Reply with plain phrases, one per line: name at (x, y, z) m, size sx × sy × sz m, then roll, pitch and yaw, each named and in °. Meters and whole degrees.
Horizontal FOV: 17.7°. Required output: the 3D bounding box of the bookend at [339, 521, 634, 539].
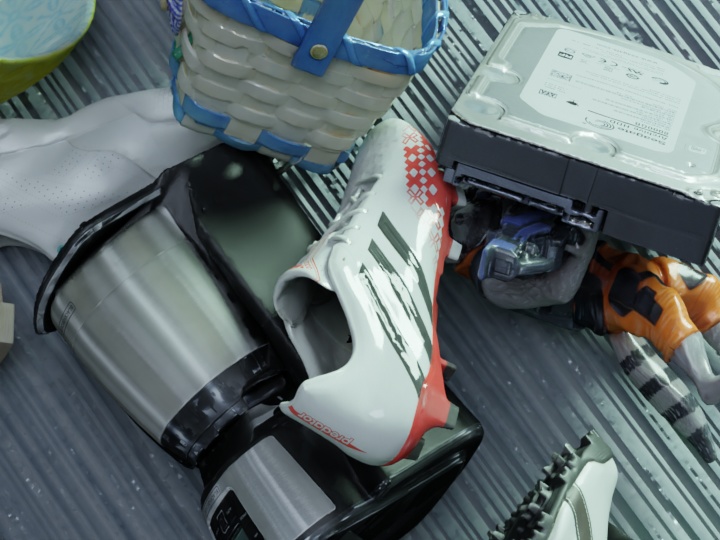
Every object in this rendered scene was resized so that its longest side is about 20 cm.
bookend at (0.056, 0.188, 1.071) m, size 0.199 × 0.092 × 0.199 m, roll 34°, pitch 62°, yaw 22°

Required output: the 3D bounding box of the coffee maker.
coffee maker at (-0.032, 0.040, 1.148) m, size 0.192 × 0.135 × 0.200 m, roll -37°, pitch 77°, yaw -11°

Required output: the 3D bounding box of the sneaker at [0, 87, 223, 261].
sneaker at (-0.134, -0.041, 1.213) m, size 0.198 × 0.075 × 0.089 m, roll -11°, pitch 78°, yaw 8°

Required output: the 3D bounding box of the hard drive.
hard drive at (0.122, -0.073, 1.158) m, size 0.139 × 0.200 × 0.038 m, roll 18°, pitch 115°, yaw 7°

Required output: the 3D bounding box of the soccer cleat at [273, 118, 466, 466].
soccer cleat at (0.000, 0.000, 1.081) m, size 0.085 × 0.069 × 0.201 m, roll 21°, pitch 48°, yaw -24°

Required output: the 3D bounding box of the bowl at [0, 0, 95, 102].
bowl at (-0.249, -0.146, 1.211) m, size 0.200 × 0.200 × 0.108 m, roll 49°, pitch 123°, yaw 13°

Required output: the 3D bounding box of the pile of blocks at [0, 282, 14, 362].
pile of blocks at (-0.243, 0.059, 1.143) m, size 0.082 × 0.062 × 0.200 m, roll 39°, pitch 53°, yaw -3°

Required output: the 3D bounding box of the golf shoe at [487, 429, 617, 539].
golf shoe at (0.087, 0.165, 0.996) m, size 0.094 × 0.078 × 0.201 m, roll 28°, pitch 56°, yaw -4°

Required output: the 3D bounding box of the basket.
basket at (-0.019, -0.161, 1.117) m, size 0.138 × 0.201 × 0.177 m, roll 21°, pitch 35°, yaw -18°

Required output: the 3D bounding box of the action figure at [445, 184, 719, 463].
action figure at (0.108, 0.014, 1.157) m, size 0.193 × 0.200 × 0.105 m, roll 30°, pitch 116°, yaw 17°
